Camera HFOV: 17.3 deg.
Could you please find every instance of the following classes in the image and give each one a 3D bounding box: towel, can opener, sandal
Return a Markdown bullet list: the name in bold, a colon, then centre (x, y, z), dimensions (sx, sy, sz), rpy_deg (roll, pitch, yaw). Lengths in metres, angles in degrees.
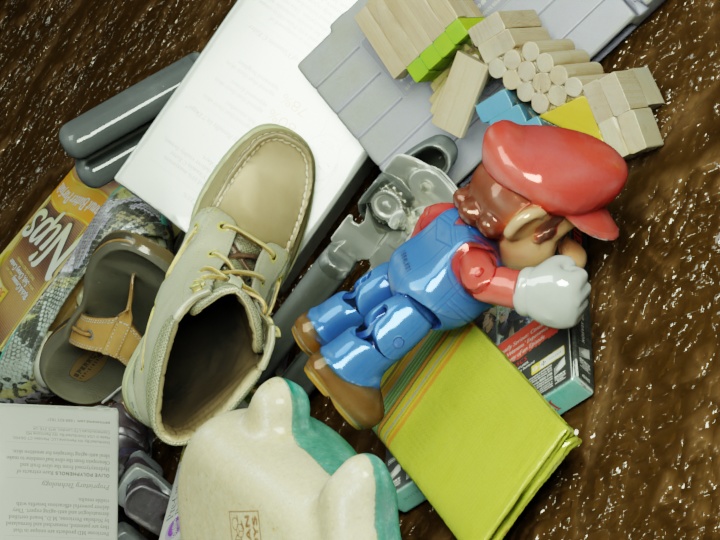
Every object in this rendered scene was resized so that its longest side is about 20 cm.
- **towel**: centre (0.052, 0.077, 1.272), dimensions (0.086, 0.018, 0.200), rpy_deg (-55, 29, 8)
- **can opener**: centre (0.000, 0.000, 1.411), dimensions (0.200, 0.053, 0.067), rpy_deg (-51, 1, 36)
- **can opener**: centre (-0.110, -0.118, 1.652), dimensions (0.199, 0.054, 0.067), rpy_deg (-30, 33, -7)
- **sandal**: centre (-0.167, 0.044, 1.569), dimensions (0.200, 0.081, 0.055), rpy_deg (-44, 21, 47)

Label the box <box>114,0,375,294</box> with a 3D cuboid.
- **box**: centre (-0.045, -0.101, 1.508), dimensions (0.200, 0.124, 0.097), rpy_deg (-54, -3, 1)

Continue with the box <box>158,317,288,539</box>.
- **box**: centre (-0.081, 0.103, 1.441), dimensions (0.041, 0.039, 0.201), rpy_deg (-37, 26, 34)

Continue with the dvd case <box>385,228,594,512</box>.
- **dvd case**: centre (0.071, 0.024, 1.335), dimensions (0.146, 0.022, 0.201), rpy_deg (-36, 35, 32)

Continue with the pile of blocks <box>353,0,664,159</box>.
- **pile of blocks**: centre (0.092, -0.110, 1.358), dimensions (0.200, 0.062, 0.082), rpy_deg (34, 113, 25)

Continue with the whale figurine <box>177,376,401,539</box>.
- **whale figurine**: centre (-0.020, 0.134, 1.255), dimensions (0.200, 0.103, 0.160), rpy_deg (-13, 82, 60)

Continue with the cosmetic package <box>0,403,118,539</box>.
- **cosmetic package**: centre (-0.200, 0.187, 1.423), dimensions (0.107, 0.084, 0.201), rpy_deg (-22, 67, 62)

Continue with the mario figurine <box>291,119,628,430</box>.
- **mario figurine**: centre (0.066, 0.007, 1.264), dimensions (0.200, 0.106, 0.124), rpy_deg (-39, 65, 13)

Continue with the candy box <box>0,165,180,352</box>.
- **candy box**: centre (-0.197, -0.028, 1.765), dimensions (0.200, 0.055, 0.116), rpy_deg (-48, 30, 12)

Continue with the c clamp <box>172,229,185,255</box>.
- **c clamp**: centre (-0.094, -0.016, 1.622), dimensions (0.171, 0.027, 0.201), rpy_deg (-4, 58, 57)

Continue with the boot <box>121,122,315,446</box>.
- **boot**: centre (-0.074, 0.007, 1.376), dimensions (0.201, 0.072, 0.155), rpy_deg (-63, 8, -3)

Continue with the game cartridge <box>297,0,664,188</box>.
- **game cartridge**: centre (0.070, -0.145, 1.410), dimensions (0.200, 0.038, 0.130), rpy_deg (-42, 73, 16)

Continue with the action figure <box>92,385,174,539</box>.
- **action figure**: centre (-0.147, 0.137, 1.510), dimensions (0.130, 0.069, 0.200), rpy_deg (-57, 24, 12)

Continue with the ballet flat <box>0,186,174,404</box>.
- **ballet flat**: centre (-0.195, 0.033, 1.685), dimensions (0.201, 0.072, 0.072), rpy_deg (-56, 27, 16)
